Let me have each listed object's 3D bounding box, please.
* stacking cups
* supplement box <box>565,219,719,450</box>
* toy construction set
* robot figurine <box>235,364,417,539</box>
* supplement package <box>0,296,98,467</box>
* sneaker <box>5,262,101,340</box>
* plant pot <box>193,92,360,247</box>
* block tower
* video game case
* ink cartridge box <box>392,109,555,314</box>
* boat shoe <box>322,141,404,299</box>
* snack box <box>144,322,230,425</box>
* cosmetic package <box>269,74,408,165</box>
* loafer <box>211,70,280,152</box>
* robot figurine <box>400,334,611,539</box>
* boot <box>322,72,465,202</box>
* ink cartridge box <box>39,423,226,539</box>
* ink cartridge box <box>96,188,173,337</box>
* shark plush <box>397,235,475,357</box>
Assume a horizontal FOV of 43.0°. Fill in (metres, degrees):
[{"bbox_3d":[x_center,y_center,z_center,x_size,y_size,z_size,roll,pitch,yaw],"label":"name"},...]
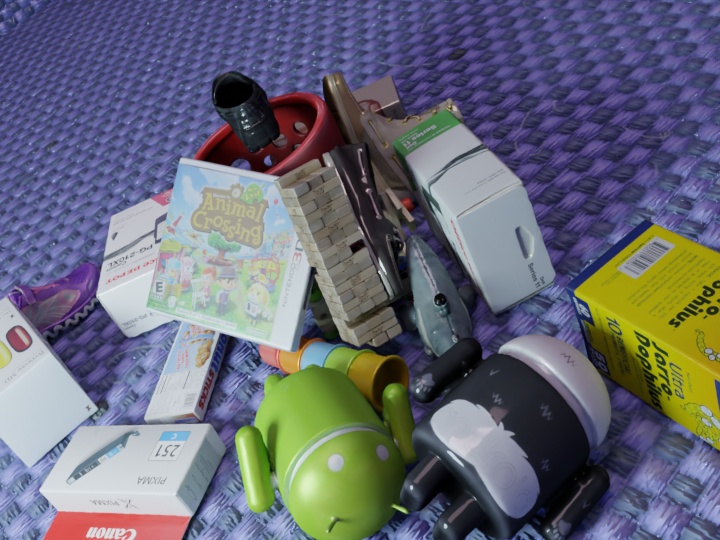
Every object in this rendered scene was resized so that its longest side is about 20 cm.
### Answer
[{"bbox_3d":[-0.039,0.101,0.997,0.198,0.061,0.061,12,51,42],"label":"stacking cups"},{"bbox_3d":[0.291,0.059,0.788,0.109,0.110,0.200,-36,36,-13],"label":"supplement box"},{"bbox_3d":[0.000,0.000,1.080,0.200,0.092,0.131,-42,36,0],"label":"toy construction set"},{"bbox_3d":[-0.030,0.171,0.859,0.173,0.117,0.200,-11,31,-20],"label":"robot figurine"},{"bbox_3d":[-0.441,0.138,1.177,0.113,0.110,0.199,-41,38,-17],"label":"supplement package"},{"bbox_3d":[-0.462,0.050,1.318,0.200,0.089,0.080,-44,37,-23],"label":"sneaker"},{"bbox_3d":[-0.096,-0.097,1.172,0.197,0.184,0.202,-18,37,14],"label":"plant pot"},{"bbox_3d":[-0.023,-0.014,0.967,0.054,0.203,0.058,-28,14,-19],"label":"block tower"},{"bbox_3d":[-0.139,-0.021,1.030,0.197,0.022,0.185,13,89,23],"label":"video game case"},{"bbox_3d":[0.125,-0.068,1.023,0.082,0.148,0.201,-29,34,-2],"label":"ink cartridge box"},{"bbox_3d":[0.015,-0.064,1.018,0.056,0.067,0.202,-23,62,-2],"label":"boat shoe"},{"bbox_3d":[-0.204,0.107,1.132,0.071,0.024,0.202,-13,39,22],"label":"snack box"},{"bbox_3d":[-0.023,-0.180,1.296,0.197,0.104,0.088,-24,36,8],"label":"cosmetic package"},{"bbox_3d":[-0.151,-0.216,1.141,0.067,0.071,0.201,-31,35,-2],"label":"loafer"},{"bbox_3d":[0.124,0.146,0.784,0.199,0.151,0.124,-40,22,-18],"label":"robot figurine"},{"bbox_3d":[0.051,-0.192,1.197,0.153,0.202,0.072,-29,4,-6],"label":"boot"},{"bbox_3d":[-0.263,0.248,0.982,0.197,0.045,0.178,-7,40,28],"label":"ink cartridge box"},{"bbox_3d":[-0.279,-0.021,1.285,0.143,0.085,0.201,-23,36,8],"label":"ink cartridge box"},{"bbox_3d":[0.078,0.053,0.951,0.089,0.084,0.202,-9,40,7],"label":"shark plush"}]
